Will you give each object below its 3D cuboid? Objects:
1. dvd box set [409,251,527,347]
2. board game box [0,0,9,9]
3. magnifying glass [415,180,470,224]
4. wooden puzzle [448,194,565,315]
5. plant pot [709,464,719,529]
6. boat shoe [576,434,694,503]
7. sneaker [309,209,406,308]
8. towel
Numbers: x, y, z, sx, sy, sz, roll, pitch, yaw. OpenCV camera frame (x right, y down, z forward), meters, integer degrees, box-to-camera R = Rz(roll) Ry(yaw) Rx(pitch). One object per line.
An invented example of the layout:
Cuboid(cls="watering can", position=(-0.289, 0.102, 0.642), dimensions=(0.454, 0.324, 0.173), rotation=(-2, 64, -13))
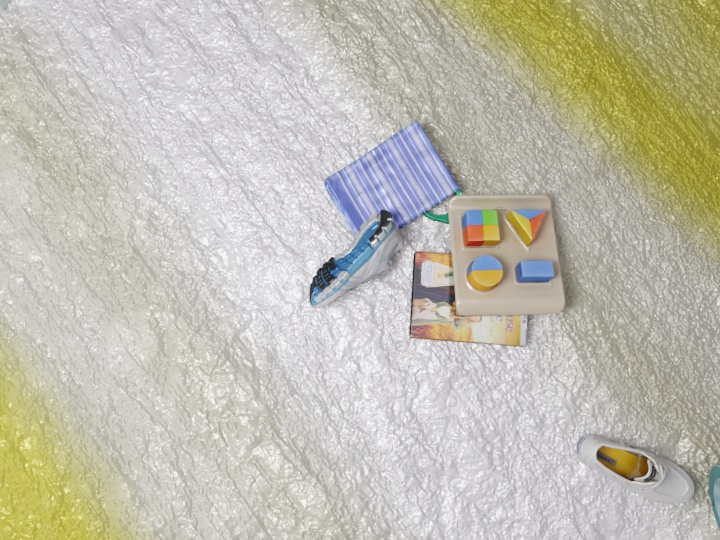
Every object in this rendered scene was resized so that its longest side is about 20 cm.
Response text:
Cuboid(cls="dvd box set", position=(0.184, 0.049, 0.898), dimensions=(0.195, 0.029, 0.150), rotation=(5, 82, -1))
Cuboid(cls="board game box", position=(-0.695, -0.577, 0.928), dimensions=(0.196, 0.064, 0.150), rotation=(23, 82, 2))
Cuboid(cls="magnifying glass", position=(0.179, -0.092, 0.923), dimensions=(0.199, 0.022, 0.080), rotation=(39, 83, 5))
Cuboid(cls="wooden puzzle", position=(0.243, -0.031, 0.875), dimensions=(0.181, 0.046, 0.205), rotation=(0, 76, -3))
Cuboid(cls="plant pot", position=(0.654, 0.361, 0.798), dimensions=(0.184, 0.200, 0.205), rotation=(-8, 82, 12))
Cuboid(cls="boat shoe", position=(0.454, 0.324, 0.853), dimensions=(0.197, 0.070, 0.072), rotation=(25, 82, 1))
Cuboid(cls="sneaker", position=(0.000, 0.000, 0.880), dimensions=(0.200, 0.075, 0.087), rotation=(-43, 126, 8))
Cuboid(cls="towel", position=(0.051, -0.147, 0.909), dimensions=(0.198, 0.024, 0.146), rotation=(-32, 85, 2))
